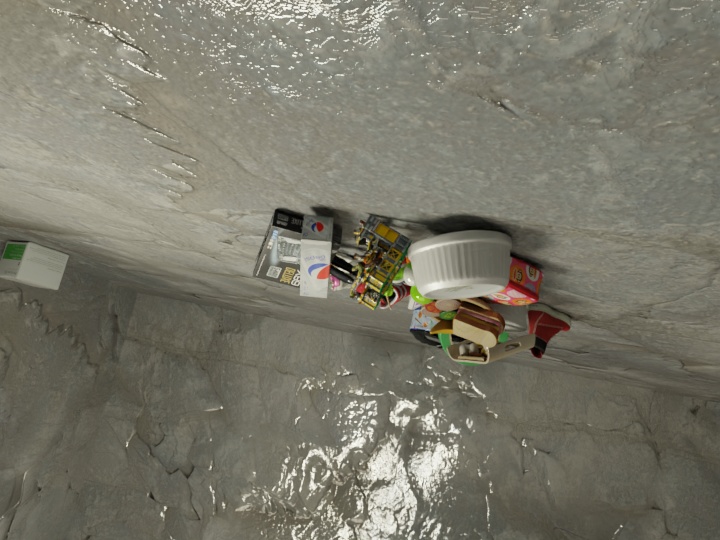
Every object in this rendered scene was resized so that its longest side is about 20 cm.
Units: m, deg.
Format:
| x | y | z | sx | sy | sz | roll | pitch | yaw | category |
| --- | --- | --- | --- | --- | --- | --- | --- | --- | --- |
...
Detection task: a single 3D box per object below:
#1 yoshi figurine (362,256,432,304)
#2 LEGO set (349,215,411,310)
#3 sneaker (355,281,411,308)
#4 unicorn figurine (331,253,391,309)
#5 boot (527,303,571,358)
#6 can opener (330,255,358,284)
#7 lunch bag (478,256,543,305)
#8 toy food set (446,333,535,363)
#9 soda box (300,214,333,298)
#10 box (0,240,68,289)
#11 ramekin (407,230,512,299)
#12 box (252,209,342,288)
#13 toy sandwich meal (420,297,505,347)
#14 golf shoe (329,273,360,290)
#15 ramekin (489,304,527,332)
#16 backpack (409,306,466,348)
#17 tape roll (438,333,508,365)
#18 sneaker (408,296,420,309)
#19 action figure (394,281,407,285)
| x | y | z | sx | sy | sz | roll | pitch | yaw | category |
| --- | --- | --- | --- | --- | --- | --- | --- | --- | --- |
| 0.100 | 0.023 | 1.280 | 0.199 | 0.113 | 0.112 | 16 | 165 | 44 | yoshi figurine |
| 0.016 | -0.017 | 1.135 | 0.115 | 0.154 | 0.200 | 31 | 170 | 7 | LEGO set |
| 0.045 | 0.060 | 1.525 | 0.199 | 0.072 | 0.112 | -10 | -171 | 37 | sneaker |
| 0.000 | 0.000 | 1.427 | 0.137 | 0.074 | 0.200 | 29 | -173 | -47 | unicorn figurine |
| 0.535 | 0.186 | 1.600 | 0.199 | 0.146 | 0.072 | 20 | 164 | -40 | boot |
| -0.077 | -0.018 | 1.374 | 0.199 | 0.064 | 0.079 | 19 | 155 | 37 | can opener |
| 0.278 | 0.013 | 1.226 | 0.175 | 0.083 | 0.199 | 24 | 164 | -29 | lunch bag |
| 0.330 | 0.187 | 1.433 | 0.142 | 0.061 | 0.200 | -14 | 180 | -22 | toy food set |
| -0.094 | -0.025 | 1.185 | 0.063 | 0.069 | 0.201 | 5 | 142 | -3 | soda box |
| -1.483 | -0.023 | 2.532 | 0.198 | 0.173 | 0.200 | 4 | 166 | 32 | box |
| 0.192 | -0.004 | 1.065 | 0.200 | 0.095 | 0.202 | -4 | 168 | -1 | ramekin |
| -0.146 | -0.039 | 1.269 | 0.156 | 0.050 | 0.200 | 16 | 142 | -15 | box |
| 0.234 | 0.119 | 1.307 | 0.203 | 0.071 | 0.206 | 15 | 155 | 7 | toy sandwich meal |
| -0.042 | 0.016 | 1.556 | 0.091 | 0.076 | 0.200 | -2 | -178 | 0 | golf shoe |
| 0.336 | 0.095 | 1.455 | 0.200 | 0.095 | 0.202 | 11 | 167 | 3 | ramekin |
| 0.252 | 0.156 | 1.721 | 0.189 | 0.156 | 0.200 | 7 | 168 | -23 | backpack |
| 0.324 | 0.172 | 1.611 | 0.199 | 0.202 | 0.048 | 13 | -164 | -8 | tape roll |
| 0.198 | 0.078 | 1.613 | 0.113 | 0.073 | 0.201 | 8 | 168 | 1 | sneaker |
| 0.162 | 0.041 | 1.430 | 0.199 | 0.070 | 0.130 | 32 | 177 | -33 | action figure |
